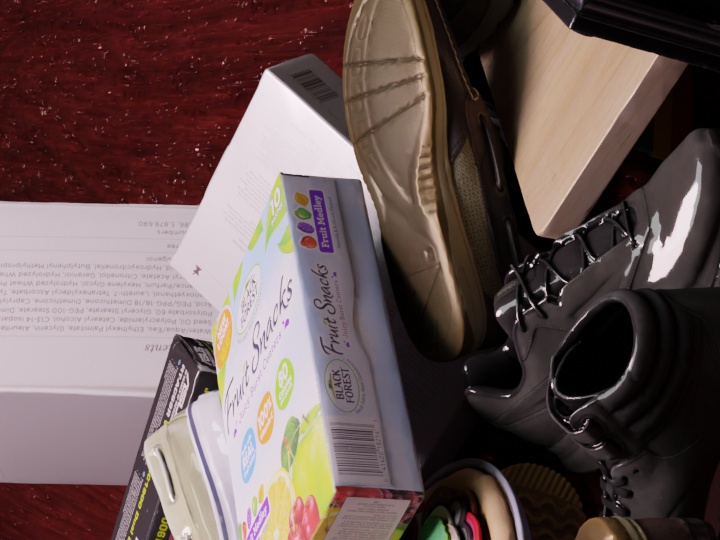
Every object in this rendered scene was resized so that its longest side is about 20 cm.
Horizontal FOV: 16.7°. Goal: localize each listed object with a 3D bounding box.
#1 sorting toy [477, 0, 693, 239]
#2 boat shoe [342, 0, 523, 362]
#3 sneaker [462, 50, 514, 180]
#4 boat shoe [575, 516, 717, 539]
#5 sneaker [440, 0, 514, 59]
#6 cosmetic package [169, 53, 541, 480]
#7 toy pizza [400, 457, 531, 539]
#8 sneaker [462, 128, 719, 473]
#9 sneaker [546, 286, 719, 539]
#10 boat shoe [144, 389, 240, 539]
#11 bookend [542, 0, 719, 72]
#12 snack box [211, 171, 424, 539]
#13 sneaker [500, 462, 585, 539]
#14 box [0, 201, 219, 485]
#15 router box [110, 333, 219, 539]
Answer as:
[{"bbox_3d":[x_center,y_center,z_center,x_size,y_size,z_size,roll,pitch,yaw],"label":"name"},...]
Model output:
[{"bbox_3d":[0.142,-0.147,1.236,0.200,0.069,0.199,-59,30,36],"label":"sorting toy"},{"bbox_3d":[0.043,-0.055,1.268,0.072,0.066,0.202,-15,85,51],"label":"boat shoe"},{"bbox_3d":[0.050,-0.112,1.425,0.098,0.071,0.201,-62,30,32],"label":"sneaker"},{"bbox_3d":[0.126,0.197,1.115,0.073,0.064,0.201,-113,23,-51],"label":"boat shoe"},{"bbox_3d":[0.055,-0.195,1.267,0.200,0.082,0.073,-63,29,33],"label":"sneaker"},{"bbox_3d":[0.000,0.000,1.371,0.200,0.052,0.151,43,124,17],"label":"cosmetic package"},{"bbox_3d":[0.026,0.188,1.211,0.200,0.032,0.201,-52,28,44],"label":"toy pizza"},{"bbox_3d":[0.116,0.012,1.185,0.076,0.090,0.200,-91,26,-58],"label":"sneaker"},{"bbox_3d":[0.120,0.090,1.134,0.201,0.099,0.071,-70,26,19],"label":"sneaker"},{"bbox_3d":[-0.065,0.161,1.333,0.062,0.072,0.201,-31,56,19],"label":"boat shoe"},{"bbox_3d":[0.191,-0.177,0.980,0.201,0.198,0.092,-68,23,19],"label":"bookend"},{"bbox_3d":[-0.027,0.071,1.267,0.142,0.053,0.201,118,150,-46],"label":"snack box"},{"bbox_3d":[0.070,0.202,1.239,0.090,0.075,0.201,136,146,-62],"label":"sneaker"},{"bbox_3d":[-0.174,0.052,1.615,0.199,0.199,0.131,88,-177,-68],"label":"box"},{"bbox_3d":[-0.063,0.150,1.452,0.062,0.149,0.201,45,120,63],"label":"router box"}]
